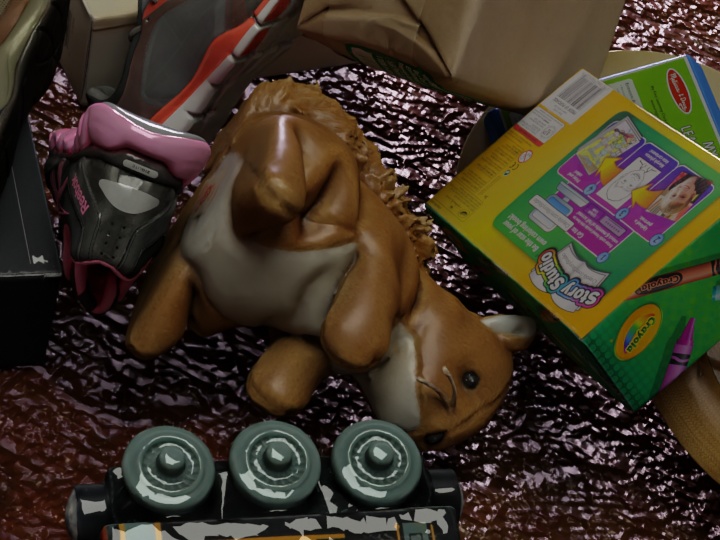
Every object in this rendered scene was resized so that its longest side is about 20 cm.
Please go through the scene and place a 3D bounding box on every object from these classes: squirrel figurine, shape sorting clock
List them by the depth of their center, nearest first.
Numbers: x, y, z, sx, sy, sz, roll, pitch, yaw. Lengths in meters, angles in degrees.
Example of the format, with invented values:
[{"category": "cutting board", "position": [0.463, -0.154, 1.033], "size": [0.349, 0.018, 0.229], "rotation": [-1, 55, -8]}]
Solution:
[{"category": "squirrel figurine", "position": [0.000, 0.000, 1.227], "size": [0.186, 0.142, 0.200], "rotation": [32, 30, -15]}, {"category": "shape sorting clock", "position": [0.154, -0.048, 1.374], "size": [0.198, 0.039, 0.201], "rotation": [-6, 54, 8]}]

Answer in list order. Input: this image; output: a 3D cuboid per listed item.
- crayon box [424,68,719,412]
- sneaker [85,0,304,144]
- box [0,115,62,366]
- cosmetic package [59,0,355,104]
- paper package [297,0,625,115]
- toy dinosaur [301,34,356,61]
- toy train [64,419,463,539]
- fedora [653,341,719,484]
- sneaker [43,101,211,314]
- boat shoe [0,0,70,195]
[{"category": "crayon box", "position": [0.128, -0.021, 1.238], "size": [0.119, 0.058, 0.200], "rotation": [-40, 31, -3]}, {"category": "sneaker", "position": [-0.085, -0.140, 1.305], "size": [0.082, 0.200, 0.077], "rotation": [46, 19, 10]}, {"category": "box", "position": [-0.245, -0.045, 1.256], "size": [0.140, 0.079, 0.201], "rotation": [-3, 48, -17]}, {"category": "cosmetic package", "position": [-0.088, -0.170, 1.419], "size": [0.199, 0.073, 0.104], "rotation": [-12, 52, -24]}, {"category": "paper package", "position": [0.075, -0.190, 1.308], "size": [0.103, 0.192, 0.200], "rotation": [18, 4, 26]}, {"category": "toy dinosaur", "position": [-0.034, -0.223, 1.380], "size": [0.135, 0.086, 0.200], "rotation": [-36, 54, -18]}, {"category": "toy train", "position": [-0.041, 0.137, 1.145], "size": [0.198, 0.085, 0.115], "rotation": [-1, 58, -16]}, {"category": "fedora", "position": [0.236, 0.055, 1.274], "size": [0.199, 0.082, 0.202], "rotation": [4, 72, -11]}, {"category": "sneaker", "position": [-0.132, -0.024, 1.219], "size": [0.078, 0.200, 0.096], "rotation": [16, 82, -8]}, {"category": "boat shoe", "position": [-0.200, -0.112, 1.230], "size": [0.073, 0.076, 0.201], "rotation": [15, 44, 1]}]
